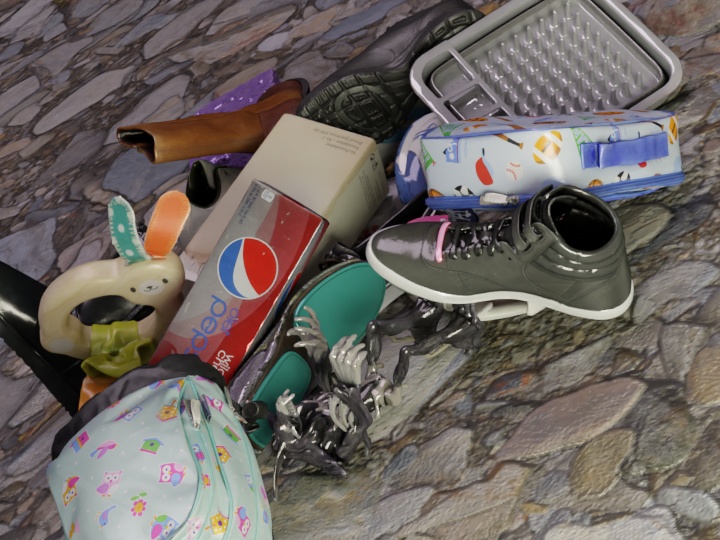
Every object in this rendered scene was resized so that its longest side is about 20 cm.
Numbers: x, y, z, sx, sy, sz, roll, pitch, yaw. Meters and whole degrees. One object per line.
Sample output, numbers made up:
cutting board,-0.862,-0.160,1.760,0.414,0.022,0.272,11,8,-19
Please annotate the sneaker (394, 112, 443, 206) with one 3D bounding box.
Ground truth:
sneaker,0.106,-0.122,1.703,0.088,0.076,0.200,-7,34,44

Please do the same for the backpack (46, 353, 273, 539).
backpack,-0.141,0.167,1.336,0.167,0.126,0.200,-40,41,12

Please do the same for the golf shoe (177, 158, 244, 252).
golf shoe,-0.115,-0.076,1.795,0.078,0.098,0.200,-20,24,32

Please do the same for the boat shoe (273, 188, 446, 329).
boat shoe,0.000,0.000,1.603,0.199,0.066,0.070,-34,23,-4

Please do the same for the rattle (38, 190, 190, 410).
rattle,-0.193,0.047,1.569,0.200,0.130,0.144,-44,26,42

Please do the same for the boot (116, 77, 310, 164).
boot,-0.134,-0.131,1.820,0.199,0.069,0.188,-10,21,-20

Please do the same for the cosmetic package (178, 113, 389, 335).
cosmetic package,-0.069,-0.035,1.676,0.103,0.073,0.201,17,57,27

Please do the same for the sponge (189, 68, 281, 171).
sponge,-0.136,-0.157,2.129,0.111,0.030,0.200,-28,24,9

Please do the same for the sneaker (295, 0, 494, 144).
sneaker,0.029,-0.181,1.745,0.199,0.076,0.091,-29,30,4

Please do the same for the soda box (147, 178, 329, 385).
soda box,-0.103,0.029,1.551,0.201,0.070,0.063,-60,-5,2

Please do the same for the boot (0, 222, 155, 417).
boot,-0.241,0.023,1.701,0.162,0.199,0.073,-40,12,2

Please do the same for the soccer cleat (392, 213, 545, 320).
soccer cleat,0.077,0.001,1.491,0.199,0.070,0.086,-2,33,44

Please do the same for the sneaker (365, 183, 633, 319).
sneaker,0.102,-0.025,1.374,0.198,0.099,0.071,9,54,8

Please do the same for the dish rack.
dish rack,0.162,-0.160,1.662,0.199,0.044,0.172,-33,59,-13

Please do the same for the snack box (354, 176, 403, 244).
snack box,-0.040,-0.042,1.788,0.199,0.024,0.072,-15,30,35

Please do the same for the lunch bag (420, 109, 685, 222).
lunch bag,0.151,-0.084,1.479,0.160,0.076,0.199,2,10,43

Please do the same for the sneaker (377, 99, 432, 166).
sneaker,0.053,-0.142,1.808,0.200,0.081,0.077,-43,25,0

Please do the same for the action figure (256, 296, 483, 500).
action figure,-0.010,0.078,1.423,0.200,0.102,0.119,-37,31,-18

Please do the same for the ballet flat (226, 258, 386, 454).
ballet flat,-0.055,0.066,1.532,0.072,0.072,0.201,-4,40,47
